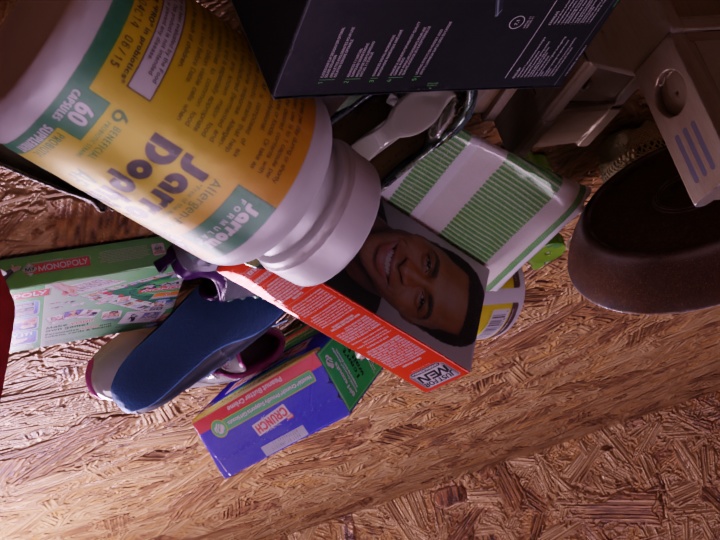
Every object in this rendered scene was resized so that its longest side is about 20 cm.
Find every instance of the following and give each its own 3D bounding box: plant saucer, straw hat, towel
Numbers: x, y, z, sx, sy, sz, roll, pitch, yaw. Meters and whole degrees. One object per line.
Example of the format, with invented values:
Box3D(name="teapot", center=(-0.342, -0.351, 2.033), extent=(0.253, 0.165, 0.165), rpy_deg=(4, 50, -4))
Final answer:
Box3D(name="plant saucer", center=(0.235, -0.045, 0.686), extent=(0.199, 0.201, 0.035), rpy_deg=(-24, 116, 13))
Box3D(name="straw hat", center=(0.265, -0.092, 0.911), extent=(0.199, 0.086, 0.201), rpy_deg=(-17, 165, -5))
Box3D(name="towel", center=(0.055, -0.061, 0.748), extent=(0.199, 0.024, 0.153), rpy_deg=(25, 145, -12))

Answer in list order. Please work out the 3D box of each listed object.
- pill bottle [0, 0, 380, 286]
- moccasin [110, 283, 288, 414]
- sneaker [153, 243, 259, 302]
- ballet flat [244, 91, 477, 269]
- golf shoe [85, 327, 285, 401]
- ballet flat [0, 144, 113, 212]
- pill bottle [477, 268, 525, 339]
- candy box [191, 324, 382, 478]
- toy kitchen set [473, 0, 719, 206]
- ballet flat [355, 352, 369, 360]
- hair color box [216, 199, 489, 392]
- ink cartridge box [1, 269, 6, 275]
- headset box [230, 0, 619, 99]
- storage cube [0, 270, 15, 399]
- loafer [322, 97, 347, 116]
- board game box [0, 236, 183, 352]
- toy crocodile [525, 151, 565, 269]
Box3D(name="pill bottle", center=(-0.086, -0.072, 0.513), extent=(0.112, 0.113, 0.199), rpy_deg=(-32, 132, 32))
Box3D(name="moccasin", center=(-0.144, 0.053, 0.891), extent=(0.199, 0.081, 0.068), rpy_deg=(-33, 172, -16))
Box3D(name="sneaker", center=(-0.087, -0.003, 0.830), extent=(0.087, 0.075, 0.200), rpy_deg=(-36, 146, 15))
Box3D(name="ballet flat", center=(-0.006, -0.075, 0.634), extent=(0.200, 0.074, 0.074), rpy_deg=(-41, 160, -4))
Box3D(name="golf shoe", center=(-0.164, 0.081, 0.947), extent=(0.199, 0.076, 0.091), rpy_deg=(-15, -172, -30))
Box3D(name="ballet flat", center=(-0.193, -0.075, 0.596), extent=(0.067, 0.047, 0.200), rpy_deg=(-26, 159, 15))
Box3D(name="pill bottle", center=(0.062, 0.020, 0.974), extent=(0.199, 0.110, 0.109), rpy_deg=(-2, 154, -38))
Box3D(name="candy box", center=(-0.061, 0.113, 1.031), extent=(0.168, 0.077, 0.200), rpy_deg=(-30, -172, 24))
Box3D(name="toy kitchen set", center=(0.157, -0.094, 0.672), extent=(0.162, 0.182, 0.200), rpy_deg=(-9, 158, -23))
Box3D(name="ballet flat", center=(0.038, -0.019, 0.850), extent=(0.200, 0.075, 0.068), rpy_deg=(-52, -179, 8))
Box3D(name="hair color box", center=(0.000, 0.000, 0.745), extent=(0.199, 0.102, 0.061), rpy_deg=(31, 143, -22))
Box3D(name="ink cartridge box", center=(-0.340, -0.019, 0.611), extent=(0.159, 0.048, 0.200), rpy_deg=(-20, 161, -1))
Box3D(name="headset box", center=(0.042, -0.175, 0.463), extent=(0.199, 0.093, 0.174), rpy_deg=(-9, 150, -28))
Box3D(name="storage cube", center=(-0.272, 0.012, 0.449), extent=(0.198, 0.180, 0.172), rpy_deg=(-12, 121, -7))
Box3D(name="loafer", center=(-0.032, -0.113, 0.610), extent=(0.199, 0.071, 0.073), rpy_deg=(-27, 158, 19))
Box3D(name="board game box", center=(-0.251, 0.025, 0.822), extent=(0.199, 0.029, 0.135), rpy_deg=(-10, 157, -25))
Box3D(name="toy crocodile", center=(0.160, -0.054, 0.939), extent=(0.061, 0.068, 0.200), rpy_deg=(-15, 158, 5))
